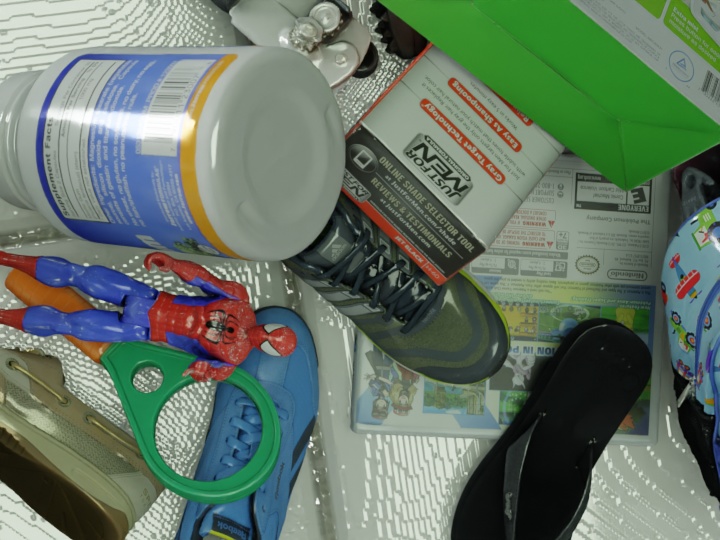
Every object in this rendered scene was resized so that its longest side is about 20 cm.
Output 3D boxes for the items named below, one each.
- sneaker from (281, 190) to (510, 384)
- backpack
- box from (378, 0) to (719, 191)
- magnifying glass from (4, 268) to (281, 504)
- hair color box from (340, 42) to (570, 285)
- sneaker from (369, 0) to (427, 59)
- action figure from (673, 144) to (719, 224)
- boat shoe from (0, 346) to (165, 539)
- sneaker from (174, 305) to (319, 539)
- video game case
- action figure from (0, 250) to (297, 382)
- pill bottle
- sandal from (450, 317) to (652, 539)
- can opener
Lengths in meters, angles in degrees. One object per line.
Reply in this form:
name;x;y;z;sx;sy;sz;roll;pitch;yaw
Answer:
sneaker;0.000;0.000;0.832;0.199;0.081;0.074;35;96;11
backpack;0.269;0.043;0.813;0.181;0.135;0.201;-14;128;6
box;0.131;-0.181;0.797;0.199;0.097;0.177;34;58;-18
magnifying glass;-0.131;0.060;0.831;0.200;0.022;0.080;38;71;13
hair color box;0.075;-0.098;0.833;0.102;0.061;0.200;44;55;-5
sneaker;0.047;-0.232;0.870;0.090;0.066;0.202;-1;87;-6
action figure;0.287;-0.057;0.902;0.199;0.149;0.134;5;129;-24
boat shoe;-0.203;0.081;0.837;0.200;0.072;0.065;37;48;5
sneaker;-0.066;0.120;0.846;0.066;0.078;0.201;16;86;-5
video game case;0.096;0.016;0.897;0.199;0.022;0.184;3;89;-9
action figure;-0.134;0.020;0.784;0.199;0.099;0.066;11;83;1
pill bottle;-0.117;-0.067;0.781;0.112;0.199;0.113;-10;103;-52
sandal;0.114;0.124;0.870;0.076;0.043;0.201;21;100;-12
can opener;-0.076;-0.179;0.860;0.200;0.066;0.053;42;82;3
